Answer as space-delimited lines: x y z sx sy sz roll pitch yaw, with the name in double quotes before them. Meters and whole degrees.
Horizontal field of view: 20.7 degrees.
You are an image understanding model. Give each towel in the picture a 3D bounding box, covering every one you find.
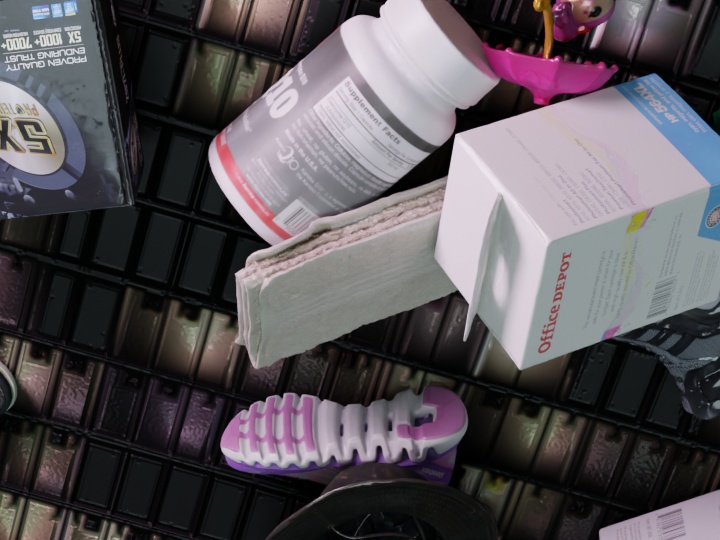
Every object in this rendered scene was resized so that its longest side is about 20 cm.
"towel" 0.000 0.000 1.467 0.199 0.035 0.133 -20 151 -15

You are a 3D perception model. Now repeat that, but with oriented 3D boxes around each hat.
"hat" 0.003 0.202 1.531 0.200 0.081 0.201 -8 135 -8

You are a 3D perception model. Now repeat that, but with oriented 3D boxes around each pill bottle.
"pill bottle" -0.004 -0.112 1.439 0.200 0.114 0.114 -40 106 18

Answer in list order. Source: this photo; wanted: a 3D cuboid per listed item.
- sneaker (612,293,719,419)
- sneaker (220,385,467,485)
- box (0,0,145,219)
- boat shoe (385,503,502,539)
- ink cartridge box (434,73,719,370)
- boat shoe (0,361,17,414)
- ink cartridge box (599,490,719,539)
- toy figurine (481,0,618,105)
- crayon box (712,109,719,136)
"sneaker" 0.233 0.057 1.519 0.199 0.076 0.114 -3 111 2
"sneaker" -0.011 0.150 1.580 0.199 0.081 0.089 -3 129 7
"box" -0.268 -0.125 1.418 0.199 0.086 0.164 -5 113 2
"boat shoe" 0.019 0.223 1.617 0.199 0.075 0.074 -6 102 -2
"ink cartridge box" 0.151 -0.034 1.396 0.199 0.125 0.129 -17 139 -24
"boat shoe" -0.373 0.077 1.570 0.199 0.066 0.075 28 112 -9
"ink cartridge box" 0.299 0.242 1.552 0.199 0.145 0.084 -21 113 12
"toy figurine" 0.142 -0.213 1.388 0.150 0.200 0.184 22 142 31
"crayon box" 0.367 -0.065 1.468 0.119 0.058 0.200 -34 108 17
